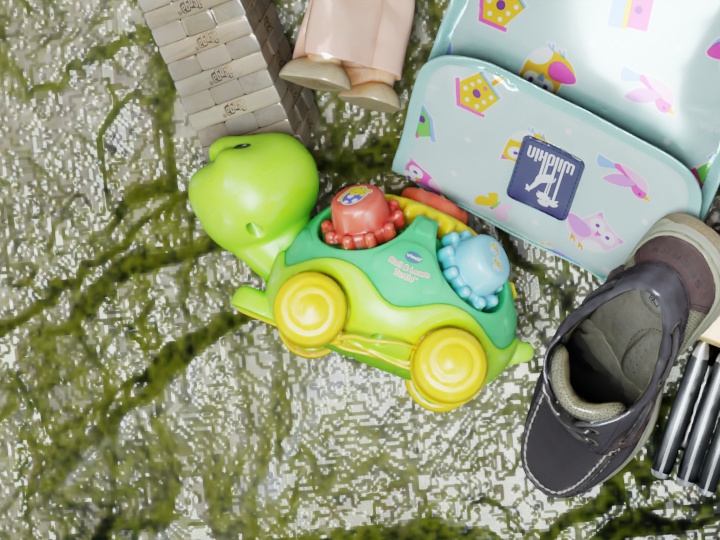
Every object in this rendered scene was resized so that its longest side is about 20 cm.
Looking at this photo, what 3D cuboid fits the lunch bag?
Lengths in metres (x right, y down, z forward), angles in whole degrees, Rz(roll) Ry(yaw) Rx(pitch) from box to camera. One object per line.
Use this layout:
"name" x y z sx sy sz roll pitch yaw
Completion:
"lunch bag" 0.122 -0.102 1.196 0.169 0.122 0.201 25 104 8

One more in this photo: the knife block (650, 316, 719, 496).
"knife block" 0.203 0.010 1.215 0.175 0.064 0.201 -26 89 11

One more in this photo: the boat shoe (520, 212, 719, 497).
"boat shoe" 0.122 0.052 1.189 0.072 0.065 0.200 47 138 15

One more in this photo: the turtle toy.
"turtle toy" 0.000 0.000 1.212 0.199 0.146 0.102 23 85 1

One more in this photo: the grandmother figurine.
"grandmother figurine" 0.009 -0.191 1.232 0.060 0.121 0.202 10 84 45

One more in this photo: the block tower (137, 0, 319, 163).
"block tower" -0.086 -0.152 1.231 0.057 0.054 0.201 -17 112 18
